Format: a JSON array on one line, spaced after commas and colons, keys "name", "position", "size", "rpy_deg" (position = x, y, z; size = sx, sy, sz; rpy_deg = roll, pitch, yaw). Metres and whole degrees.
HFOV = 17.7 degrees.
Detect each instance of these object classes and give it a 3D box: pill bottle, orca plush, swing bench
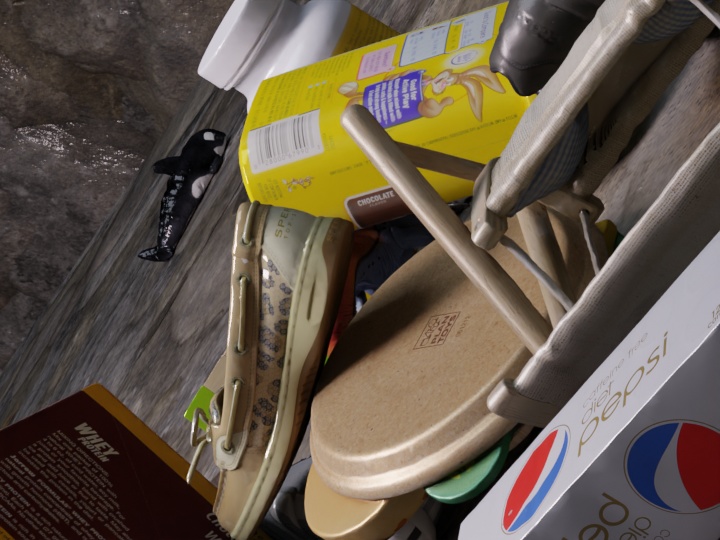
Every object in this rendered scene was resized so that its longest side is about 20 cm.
[{"name": "pill bottle", "position": [-0.007, -0.120, 1.601], "size": [0.112, 0.200, 0.112], "rpy_deg": [-56, 12, 18]}, {"name": "orca plush", "position": [-0.238, -0.106, 2.910], "size": [0.200, 0.071, 0.105], "rpy_deg": [-63, 12, -14]}, {"name": "swing bench", "position": [0.121, -0.063, 1.033], "size": [0.199, 0.130, 0.200], "rpy_deg": [-52, 47, 29]}]

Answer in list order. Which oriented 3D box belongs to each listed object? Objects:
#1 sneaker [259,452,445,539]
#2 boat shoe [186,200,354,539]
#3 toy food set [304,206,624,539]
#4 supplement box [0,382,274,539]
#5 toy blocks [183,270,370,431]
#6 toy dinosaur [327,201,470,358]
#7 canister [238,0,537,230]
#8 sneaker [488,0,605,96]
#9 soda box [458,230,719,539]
[{"name": "sneaker", "position": [0.011, 0.110, 1.304], "size": [0.116, 0.075, 0.200], "rpy_deg": [-58, 20, -17]}, {"name": "boat shoe", "position": [-0.054, 0.054, 1.240], "size": [0.073, 0.063, 0.200], "rpy_deg": [-66, -8, -66]}, {"name": "toy food set", "position": [0.054, 0.046, 1.183], "size": [0.198, 0.049, 0.200], "rpy_deg": [-25, 31, 37]}, {"name": "supplement box", "position": [-0.161, 0.197, 1.325], "size": [0.133, 0.197, 0.200], "rpy_deg": [-55, -12, 25]}, {"name": "toy blocks", "position": [-0.032, 0.031, 1.606], "size": [0.200, 0.100, 0.137], "rpy_deg": [-58, -12, 3]}, {"name": "toy dinosaur", "position": [0.000, 0.000, 1.405], "size": [0.181, 0.200, 0.105], "rpy_deg": [1, -60, -60]}, {"name": "canister", "position": [0.038, -0.091, 1.359], "size": [0.200, 0.087, 0.149], "rpy_deg": [-16, 24, 14]}, {"name": "sneaker", "position": [0.124, -0.132, 1.213], "size": [0.200, 0.076, 0.091], "rpy_deg": [-5, -48, -58]}, {"name": "soda box", "position": [0.114, 0.078, 0.921], "size": [0.200, 0.064, 0.068], "rpy_deg": [-52, 13, 33]}]
